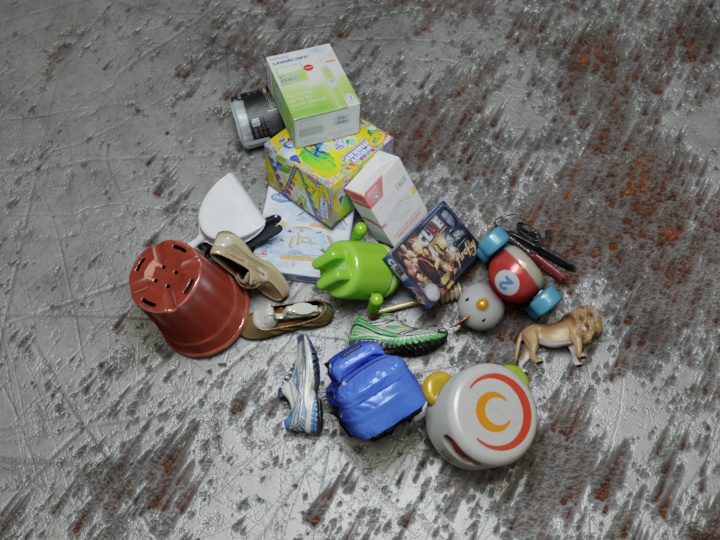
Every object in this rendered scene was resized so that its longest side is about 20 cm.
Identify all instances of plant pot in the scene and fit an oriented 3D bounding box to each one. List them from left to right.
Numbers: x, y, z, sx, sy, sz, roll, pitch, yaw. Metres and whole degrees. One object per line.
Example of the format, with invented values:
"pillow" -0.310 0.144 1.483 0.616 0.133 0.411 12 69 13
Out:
"plant pot" -0.345 0.046 1.640 0.199 0.195 0.202 -5 67 12

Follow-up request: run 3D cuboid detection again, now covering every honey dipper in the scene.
"honey dipper" 0.109 0.063 1.710 0.198 0.038 0.038 -13 66 0

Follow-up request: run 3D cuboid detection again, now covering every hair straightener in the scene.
"hair straightener" 0.367 -0.058 1.752 0.200 0.041 0.077 36 72 22

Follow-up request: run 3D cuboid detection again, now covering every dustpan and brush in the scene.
"dustpan and brush" -0.305 -0.087 1.713 0.199 0.057 0.140 -35 80 -4

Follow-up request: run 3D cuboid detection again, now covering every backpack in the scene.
"backpack" 0.016 0.221 1.532 0.162 0.200 0.168 -35 97 -9

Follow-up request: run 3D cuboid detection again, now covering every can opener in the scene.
"can opener" -0.249 -0.063 1.744 0.199 0.079 0.064 -17 63 19

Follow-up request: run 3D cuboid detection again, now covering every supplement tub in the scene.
"supplement tub" -0.182 -0.353 1.866 0.198 0.123 0.123 -16 66 -3

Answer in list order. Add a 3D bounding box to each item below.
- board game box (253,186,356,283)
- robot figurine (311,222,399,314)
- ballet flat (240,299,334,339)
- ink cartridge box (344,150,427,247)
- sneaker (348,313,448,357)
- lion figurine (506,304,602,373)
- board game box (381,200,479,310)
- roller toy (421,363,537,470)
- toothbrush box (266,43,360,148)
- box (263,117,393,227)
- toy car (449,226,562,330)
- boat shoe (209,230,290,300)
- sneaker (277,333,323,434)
"board game box" -0.118 -0.074 1.780 0.198 0.041 0.201 8 67 6
"robot figurine" 0.000 0.000 1.672 0.199 0.115 0.177 3 65 -45
"ballet flat" -0.153 0.092 1.691 0.198 0.072 0.068 -7 67 1
"ink cartridge box" 0.062 -0.134 1.738 0.067 0.200 0.117 25 66 45
"sneaker" 0.076 0.121 1.662 0.198 0.078 0.086 0 65 4
"lion figurine" 0.380 0.131 1.645 0.198 0.073 0.123 -6 58 5
"board game box" 0.149 -0.033 1.688 0.136 0.035 0.200 49 55 -6
"roller toy" 0.216 0.271 1.537 0.198 0.140 0.184 1 73 -20
"toothbrush box" -0.099 -0.366 1.744 0.145 0.086 0.201 -15 54 -12
"box" -0.065 -0.231 1.773 0.192 0.122 0.200 34 59 24
"toy car" 0.257 0.053 1.643 0.200 0.177 0.185 -41 82 0
"boat shoe" -0.226 0.006 1.685 0.071 0.200 0.065 -21 37 41
"sneaker" -0.124 0.220 1.633 0.084 0.077 0.202 -6 65 5
